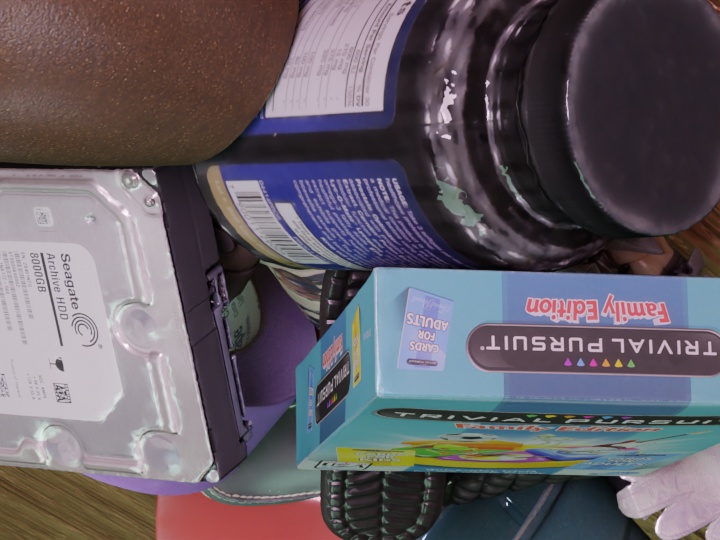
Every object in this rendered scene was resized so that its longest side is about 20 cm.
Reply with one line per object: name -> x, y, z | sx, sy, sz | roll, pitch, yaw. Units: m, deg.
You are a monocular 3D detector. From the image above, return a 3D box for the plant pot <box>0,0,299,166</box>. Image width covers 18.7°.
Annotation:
plant pot -> -0.125, -0.113, 0.747 | 0.200, 0.187, 0.187 | 21, 167, -36

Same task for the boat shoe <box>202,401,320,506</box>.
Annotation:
boat shoe -> 0.005, 0.080, 1.142 | 0.200, 0.073, 0.062 | -15, -168, 0

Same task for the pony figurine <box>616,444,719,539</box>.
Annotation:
pony figurine -> 0.224, 0.120, 0.972 | 0.167, 0.193, 0.200 | 60, 170, 17

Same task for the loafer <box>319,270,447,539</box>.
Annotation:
loafer -> 0.010, 0.024, 0.955 | 0.073, 0.200, 0.071 | 5, -151, -11

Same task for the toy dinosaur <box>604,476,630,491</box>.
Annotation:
toy dinosaur -> 0.145, 0.088, 1.187 | 0.181, 0.105, 0.200 | 8, 125, 65

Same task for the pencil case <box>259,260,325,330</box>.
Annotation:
pencil case -> 0.000, 0.000, 1.045 | 0.089, 0.078, 0.200 | 0, 155, 22

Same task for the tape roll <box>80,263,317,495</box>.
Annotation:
tape roll -> -0.119, 0.012, 1.055 | 0.200, 0.066, 0.200 | 31, -154, -17

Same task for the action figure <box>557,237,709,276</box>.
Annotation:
action figure -> 0.112, 0.020, 0.979 | 0.130, 0.069, 0.200 | 18, 160, 42

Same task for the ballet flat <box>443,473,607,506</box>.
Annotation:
ballet flat -> 0.057, 0.088, 1.022 | 0.057, 0.067, 0.200 | 32, 158, -20

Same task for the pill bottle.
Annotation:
pill bottle -> 0.034, -0.054, 0.781 | 0.112, 0.112, 0.200 | 36, 160, -34

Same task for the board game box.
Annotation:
board game box -> 0.062, 0.043, 0.828 | 0.151, 0.047, 0.200 | 2, 168, -9

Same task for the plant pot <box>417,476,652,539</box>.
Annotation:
plant pot -> 0.107, 0.211, 1.072 | 0.196, 0.200, 0.200 | 41, 161, -5

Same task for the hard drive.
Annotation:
hard drive -> -0.147, 0.016, 0.920 | 0.200, 0.038, 0.140 | 2, 114, 28

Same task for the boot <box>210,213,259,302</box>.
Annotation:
boot -> -0.125, -0.062, 0.930 | 0.200, 0.070, 0.146 | 22, 131, 13

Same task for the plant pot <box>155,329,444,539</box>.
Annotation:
plant pot -> -0.001, 0.125, 1.261 | 0.177, 0.201, 0.200 | 5, 158, 17
